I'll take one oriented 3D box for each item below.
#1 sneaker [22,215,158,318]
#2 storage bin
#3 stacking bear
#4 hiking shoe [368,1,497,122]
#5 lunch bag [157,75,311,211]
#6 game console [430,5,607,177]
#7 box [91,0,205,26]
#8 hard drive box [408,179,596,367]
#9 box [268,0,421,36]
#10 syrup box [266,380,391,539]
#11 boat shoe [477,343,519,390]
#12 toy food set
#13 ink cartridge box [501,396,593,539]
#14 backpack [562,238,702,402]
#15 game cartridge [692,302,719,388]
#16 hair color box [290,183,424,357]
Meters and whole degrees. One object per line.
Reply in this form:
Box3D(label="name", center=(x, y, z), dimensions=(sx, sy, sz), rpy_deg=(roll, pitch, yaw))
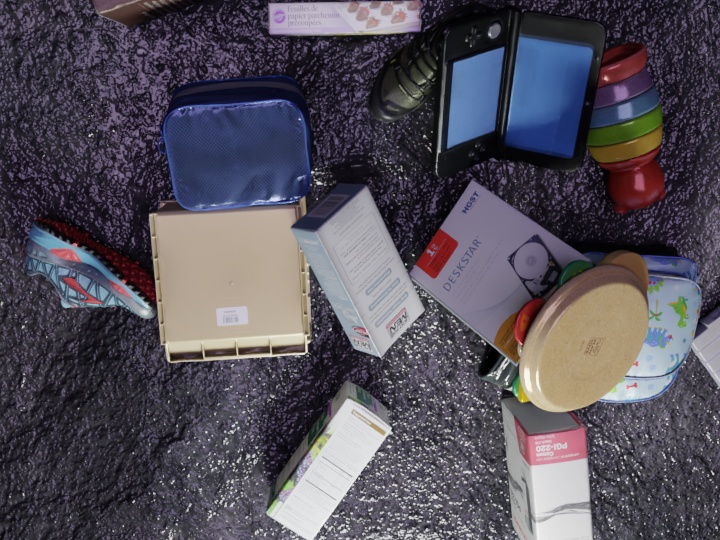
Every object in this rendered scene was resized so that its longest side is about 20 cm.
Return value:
Box3D(label="sneaker", center=(-0.356, 0.014, 1.083), dimensions=(0.198, 0.079, 0.096), rpy_deg=(33, 107, 0))
Box3D(label="storage bin", center=(-0.165, 0.008, 1.075), dimensions=(0.195, 0.094, 0.203), rpy_deg=(-3, 101, -3))
Box3D(label="stacking bear", center=(0.342, -0.177, 1.064), dimensions=(0.119, 0.114, 0.203), rpy_deg=(-22, 107, -5))
Box3D(label="hiking shoe", center=(0.086, -0.270, 1.030), dimensions=(0.200, 0.101, 0.076), rpy_deg=(-44, 94, 4))
Box3D(label="lunch bag", center=(-0.159, -0.164, 1.025), dimensions=(0.195, 0.133, 0.139), rpy_deg=(-3, 117, -4))
Box3D(label="game console", center=(0.188, -0.205, 1.002), dimensions=(0.174, 0.116, 0.203), rpy_deg=(-23, 132, -29))
Box3D(label="box", center=(-0.228, -0.404, 0.956), dimensions=(0.196, 0.164, 0.169), rpy_deg=(-18, 102, 1))
Box3D(label="hard drive box", center=(0.184, 0.007, 1.047), dimensions=(0.199, 0.076, 0.157), rpy_deg=(39, 99, 35))
Box3D(label="box", center=(-0.020, -0.324, 1.047), dimensions=(0.195, 0.041, 0.040), rpy_deg=(-2, 101, -4))
Box3D(label="syrup box", center=(-0.044, 0.263, 1.138), dimensions=(0.081, 0.079, 0.202), rpy_deg=(33, 97, -8))
Box3D(label="boat shoe", center=(0.208, 0.066, 1.117), dimensions=(0.065, 0.075, 0.203), rpy_deg=(10, 110, -17))
Box3D(label="toy food set", center=(0.261, 0.077, 0.964), dimensions=(0.194, 0.049, 0.204), rpy_deg=(-11, 120, -25))
Box3D(label="ink cartridge box", center=(0.257, 0.289, 1.125), dimensions=(0.083, 0.146, 0.205), rpy_deg=(-9, 101, -3))
Box3D(label="backpack", center=(0.351, 0.073, 1.091), dimensions=(0.179, 0.147, 0.205), rpy_deg=(4, 104, -1))
Box3D(label="game cartridge", center=(0.574, 0.079, 1.162), dimensions=(0.199, 0.038, 0.130), rpy_deg=(-39, 97, 5))
Box3D(label="hair color box", center=(0.000, 0.000, 1.053), dimensions=(0.099, 0.060, 0.202), rpy_deg=(-42, 121, -27))
